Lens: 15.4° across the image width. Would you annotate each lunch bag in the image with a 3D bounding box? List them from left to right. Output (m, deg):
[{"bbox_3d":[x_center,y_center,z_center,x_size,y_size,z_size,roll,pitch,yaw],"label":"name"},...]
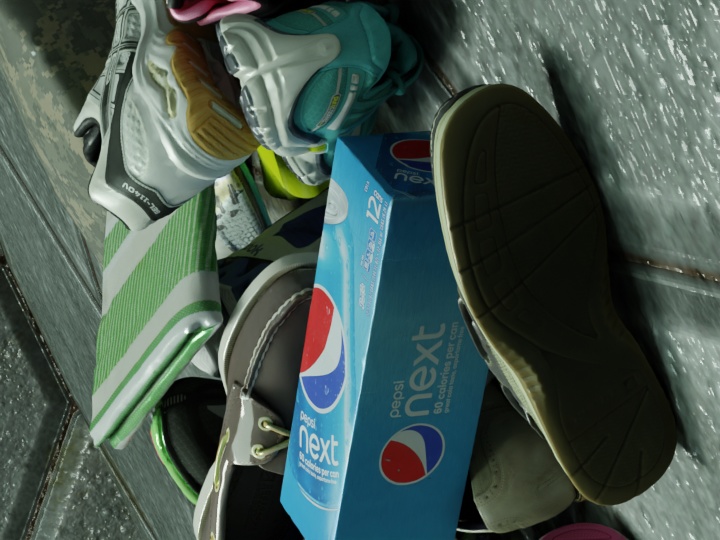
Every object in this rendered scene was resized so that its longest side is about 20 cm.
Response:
[{"bbox_3d":[-0.155,-0.092,1.720,0.164,0.117,0.200,56,161,24],"label":"lunch bag"}]

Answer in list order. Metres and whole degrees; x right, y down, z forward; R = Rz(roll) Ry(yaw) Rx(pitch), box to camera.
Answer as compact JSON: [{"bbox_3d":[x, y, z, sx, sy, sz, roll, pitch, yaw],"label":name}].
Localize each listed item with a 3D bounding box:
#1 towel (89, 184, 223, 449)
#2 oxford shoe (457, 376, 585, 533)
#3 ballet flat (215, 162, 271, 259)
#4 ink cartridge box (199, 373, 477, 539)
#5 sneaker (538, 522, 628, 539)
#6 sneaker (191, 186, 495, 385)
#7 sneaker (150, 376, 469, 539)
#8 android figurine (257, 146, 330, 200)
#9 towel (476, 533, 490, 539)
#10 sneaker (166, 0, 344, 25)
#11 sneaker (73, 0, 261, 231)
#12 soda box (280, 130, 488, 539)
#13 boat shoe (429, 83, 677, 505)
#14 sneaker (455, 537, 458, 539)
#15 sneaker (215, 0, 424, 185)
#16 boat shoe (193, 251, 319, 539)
[{"bbox_3d":[-0.101,-0.025,1.380,0.153,0.023,0.200,130,148,-51],"label":"towel"},{"bbox_3d":[0.057,0.090,1.328,0.071,0.075,0.200,61,169,-6],"label":"oxford shoe"},{"bbox_3d":[-0.075,-0.012,1.584,0.072,0.072,0.200,56,178,30],"label":"ballet flat"},{"bbox_3d":[-0.006,0.148,1.594,0.200,0.083,0.146,42,155,50],"label":"ink cartridge box"},{"bbox_3d":[0.140,0.220,1.277,0.087,0.074,0.200,84,161,-58],"label":"sneaker"},{"bbox_3d":[-0.001,0.000,1.379,0.199,0.115,0.081,4,127,41],"label":"sneaker"},{"bbox_3d":[-0.021,0.099,1.409,0.084,0.200,0.077,-38,40,43],"label":"sneaker"},{"bbox_3d":[-0.066,-0.127,1.467,0.182,0.041,0.200,56,168,29],"label":"android figurine"},{"bbox_3d":[0.026,0.087,1.573,0.145,0.024,0.200,48,161,47],"label":"towel"},{"bbox_3d":[-0.052,-0.145,1.245,0.079,0.095,0.200,61,169,-1],"label":"sneaker"},{"bbox_3d":[-0.105,-0.092,1.281,0.076,0.088,0.200,41,-162,-23],"label":"sneaker"},{"bbox_3d":[0.016,0.037,1.229,0.064,0.068,0.200,-130,43,-51],"label":"soda box"},{"bbox_3d":[0.070,0.009,1.118,0.066,0.072,0.201,30,150,59],"label":"boat shoe"},{"bbox_3d":[0.020,0.181,1.306,0.200,0.089,0.077,47,147,36],"label":"sneaker"},{"bbox_3d":[-0.008,-0.086,1.227,0.200,0.080,0.078,-6,-102,-84],"label":"sneaker"},{"bbox_3d":[-0.039,0.084,1.309,0.060,0.072,0.200,-109,29,-51],"label":"boat shoe"}]
